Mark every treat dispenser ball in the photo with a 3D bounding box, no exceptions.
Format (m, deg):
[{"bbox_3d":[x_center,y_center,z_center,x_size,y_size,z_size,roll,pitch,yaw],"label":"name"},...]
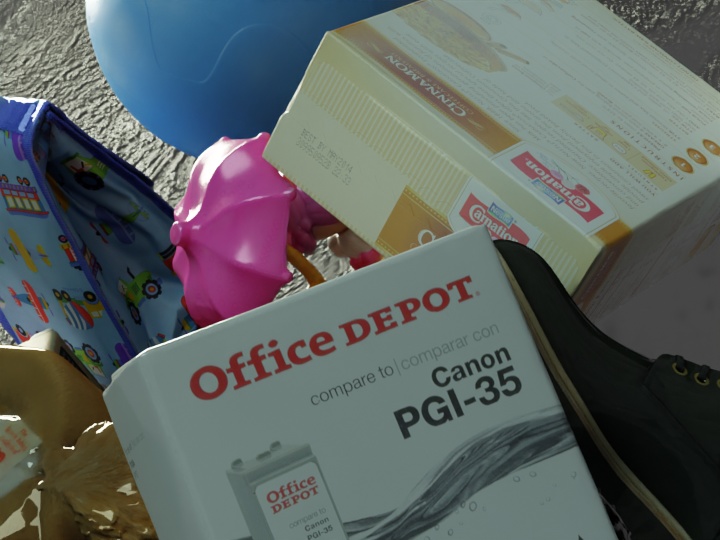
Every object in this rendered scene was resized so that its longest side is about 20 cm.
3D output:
[{"bbox_3d":[-0.060,-0.159,1.246,0.201,0.201,0.201,-24,36,19],"label":"treat dispenser ball"}]

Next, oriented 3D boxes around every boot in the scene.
[{"bbox_3d":[0.140,0.044,0.852,0.138,0.200,0.077,-36,10,-5],"label":"boot"}]

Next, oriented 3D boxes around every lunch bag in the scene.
[{"bbox_3d":[-0.180,-0.031,1.200,0.150,0.200,0.094,13,58,48],"label":"lunch bag"}]

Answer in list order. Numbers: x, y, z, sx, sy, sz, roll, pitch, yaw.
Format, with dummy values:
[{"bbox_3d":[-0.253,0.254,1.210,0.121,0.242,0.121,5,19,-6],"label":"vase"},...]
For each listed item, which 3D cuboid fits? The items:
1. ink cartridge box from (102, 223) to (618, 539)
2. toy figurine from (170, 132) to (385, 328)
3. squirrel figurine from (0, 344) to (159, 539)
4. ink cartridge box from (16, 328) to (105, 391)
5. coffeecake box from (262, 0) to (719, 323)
[{"bbox_3d":[0.010,0.102,0.779,0.146,0.200,0.083,-21,-6,-18],"label":"ink cartridge box"},{"bbox_3d":[0.000,0.000,0.992,0.150,0.184,0.200,-21,30,49],"label":"toy figurine"},{"bbox_3d":[-0.103,0.139,0.951,0.200,0.187,0.142,-5,47,28],"label":"squirrel figurine"},{"bbox_3d":[-0.235,0.142,1.157,0.200,0.075,0.165,-24,35,19],"label":"ink cartridge box"},{"bbox_3d":[0.078,-0.056,0.966,0.200,0.153,0.073,-27,-28,-54],"label":"coffeecake box"}]
